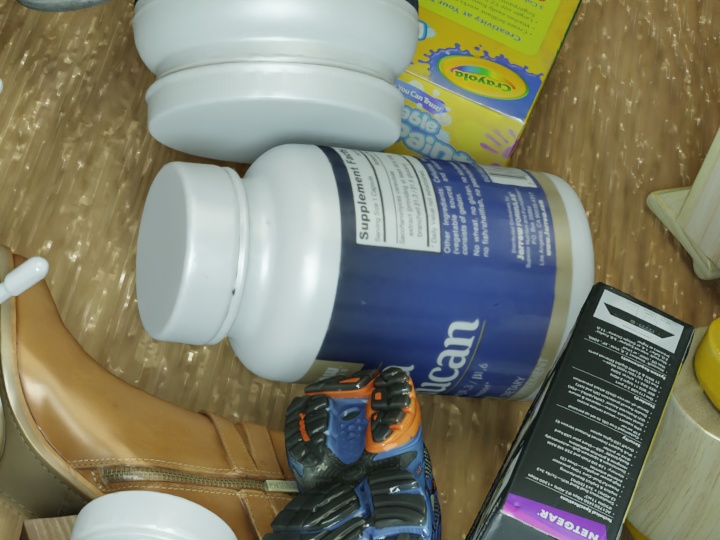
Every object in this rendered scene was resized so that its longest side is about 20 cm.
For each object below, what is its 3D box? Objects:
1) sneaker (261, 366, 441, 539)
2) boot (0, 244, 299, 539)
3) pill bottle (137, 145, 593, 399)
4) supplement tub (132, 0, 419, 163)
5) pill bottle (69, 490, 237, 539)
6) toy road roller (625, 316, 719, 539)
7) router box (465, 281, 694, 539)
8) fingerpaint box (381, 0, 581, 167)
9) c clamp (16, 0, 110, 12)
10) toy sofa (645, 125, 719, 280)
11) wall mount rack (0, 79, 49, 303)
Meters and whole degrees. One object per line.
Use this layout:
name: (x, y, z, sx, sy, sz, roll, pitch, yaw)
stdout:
sneaker: (0.006, 0.117, 1.094, 0.075, 0.079, 0.200, -15, 26, 15)
boot: (-0.089, 0.074, 1.182, 0.154, 0.077, 0.201, -3, 51, -26)
pill bottle: (0.000, 0.000, 1.267, 0.199, 0.111, 0.111, 6, 45, -21)
supplement tub: (-0.040, -0.163, 1.295, 0.139, 0.140, 0.201, 6, 77, -21)
pill bottle: (-0.096, 0.186, 1.021, 0.110, 0.111, 0.201, 17, 50, -9)
toy road roller: (0.225, 0.093, 1.171, 0.199, 0.123, 0.146, -10, 53, -26)
router box: (0.067, 0.125, 1.114, 0.051, 0.201, 0.149, 25, 42, 3)
fingerpaint box: (0.009, -0.139, 1.454, 0.199, 0.074, 0.167, 24, 40, 2)
c clamp: (-0.124, -0.198, 1.421, 0.170, 0.027, 0.200, -18, 33, -8)
toy sofa: (0.239, -0.083, 1.415, 0.082, 0.201, 0.098, -10, 45, -34)
wall mount rack: (-0.233, -0.009, 1.182, 0.173, 0.075, 0.201, -9, 50, -12)
